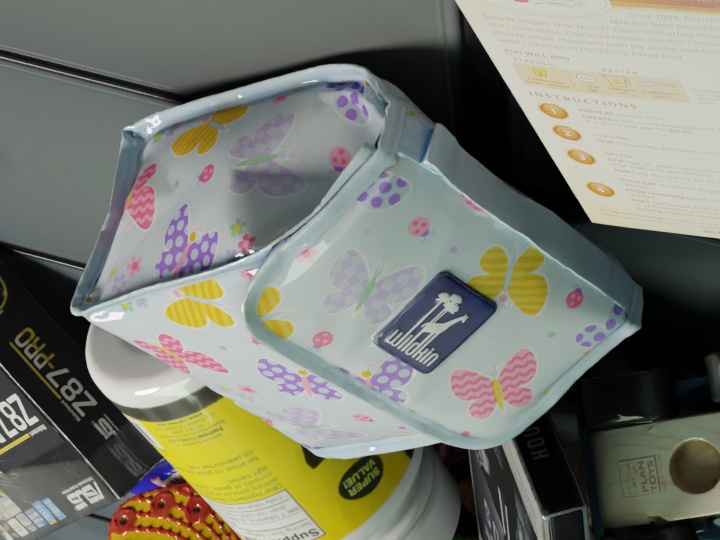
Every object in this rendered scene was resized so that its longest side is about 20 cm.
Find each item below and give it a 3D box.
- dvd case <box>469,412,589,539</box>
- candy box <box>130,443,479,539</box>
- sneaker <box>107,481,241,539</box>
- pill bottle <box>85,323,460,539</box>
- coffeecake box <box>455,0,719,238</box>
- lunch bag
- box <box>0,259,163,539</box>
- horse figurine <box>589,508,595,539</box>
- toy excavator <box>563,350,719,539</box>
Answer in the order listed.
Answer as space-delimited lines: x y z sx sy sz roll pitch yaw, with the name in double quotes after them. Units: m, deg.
0.082 0.122 1.346 0.025 0.151 0.200 -15 137 -6 "dvd case"
-0.016 0.118 1.592 0.199 0.077 0.169 25 159 -19 "candy box"
-0.048 0.167 1.537 0.199 0.073 0.077 11 163 21 "sneaker"
-0.039 0.076 1.409 0.114 0.115 0.200 -1 141 41 "pill bottle"
0.130 -0.085 0.971 0.153 0.073 0.200 8 157 27 "coffeecake box"
0.000 0.000 1.225 0.200 0.128 0.169 -13 143 43 "lunch bag"
-0.209 0.075 1.609 0.161 0.049 0.200 48 153 -8 "box"
0.205 0.184 1.533 0.199 0.133 0.050 2 150 -21 "horse figurine"
0.156 0.098 1.371 0.194 0.100 0.200 -11 174 21 "toy excavator"
